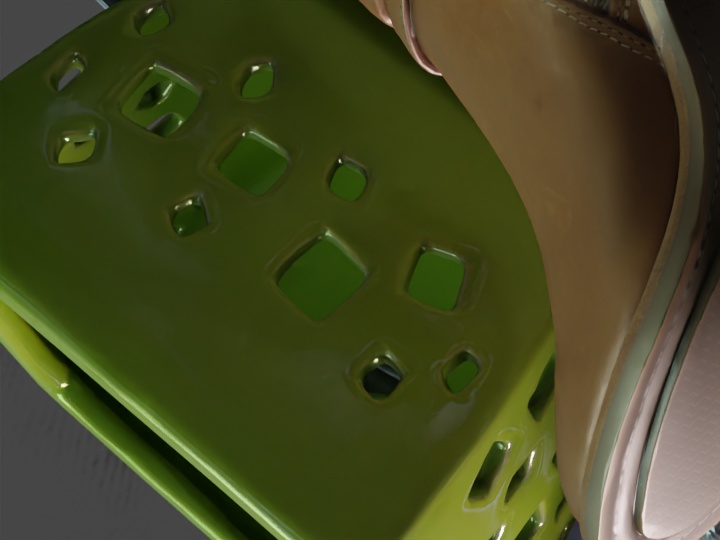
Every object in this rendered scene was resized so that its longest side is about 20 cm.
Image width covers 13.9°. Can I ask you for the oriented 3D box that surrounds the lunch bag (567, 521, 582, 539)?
[{"bbox_3d":[0.026,0.066,1.172,0.200,0.170,0.124,42,168,-9],"label":"lunch bag"}]

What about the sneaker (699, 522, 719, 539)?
[{"bbox_3d":[0.104,0.059,0.890,0.115,0.075,0.201,-142,48,-59],"label":"sneaker"}]

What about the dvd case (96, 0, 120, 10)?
[{"bbox_3d":[-0.089,-0.109,1.187,0.200,0.025,0.150,44,-179,20],"label":"dvd case"}]

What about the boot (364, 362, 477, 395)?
[{"bbox_3d":[0.015,0.008,1.063,0.200,0.131,0.068,37,169,31],"label":"boot"}]

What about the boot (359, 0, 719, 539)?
[{"bbox_3d":[0.039,-0.048,0.659,0.073,0.201,0.154,-10,-152,-44],"label":"boot"}]

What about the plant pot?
[{"bbox_3d":[0.000,0.000,0.938,0.200,0.182,0.199,40,170,19],"label":"plant pot"}]
